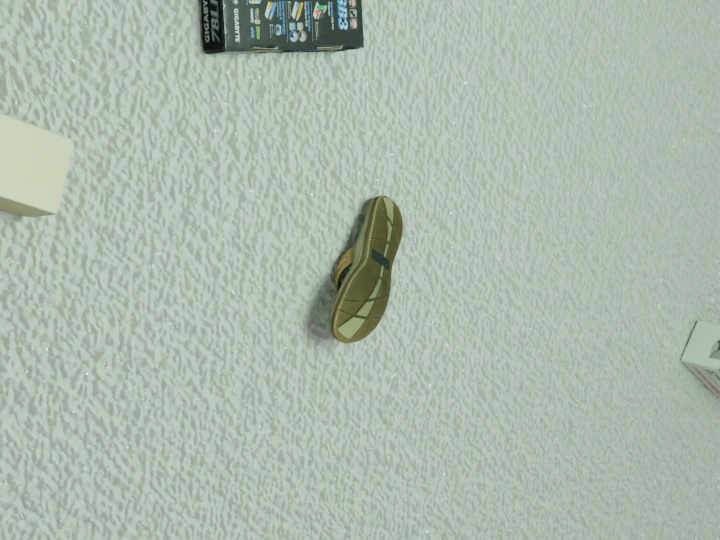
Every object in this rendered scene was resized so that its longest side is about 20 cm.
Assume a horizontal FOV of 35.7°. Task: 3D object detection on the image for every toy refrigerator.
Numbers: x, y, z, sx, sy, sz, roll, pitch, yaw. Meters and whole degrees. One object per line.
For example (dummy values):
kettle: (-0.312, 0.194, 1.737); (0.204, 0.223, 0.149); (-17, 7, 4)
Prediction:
toy refrigerator: (-0.373, -0.113, 1.026); (0.199, 0.070, 0.077); (18, 77, -41)

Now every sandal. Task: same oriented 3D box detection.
sandal: (0.000, 0.000, 1.375); (0.080, 0.054, 0.202); (41, 55, -42)

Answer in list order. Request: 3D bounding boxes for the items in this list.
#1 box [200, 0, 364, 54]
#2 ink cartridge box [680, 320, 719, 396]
box: (-0.087, -0.346, 1.251); (0.197, 0.049, 0.203); (-11, 103, -40)
ink cartridge box: (0.659, 0.166, 1.861); (0.145, 0.199, 0.085); (39, 74, -36)
